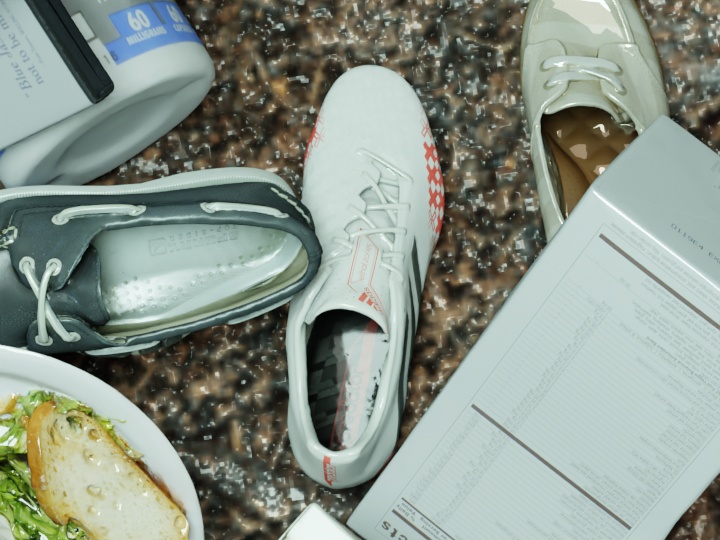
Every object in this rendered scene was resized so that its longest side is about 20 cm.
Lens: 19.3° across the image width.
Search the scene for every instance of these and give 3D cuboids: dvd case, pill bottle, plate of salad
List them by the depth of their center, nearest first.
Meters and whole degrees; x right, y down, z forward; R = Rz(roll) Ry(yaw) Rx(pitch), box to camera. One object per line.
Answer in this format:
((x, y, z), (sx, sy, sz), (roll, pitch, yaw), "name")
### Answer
((-0.212, -0.105, 0.925), (0.200, 0.018, 0.143), (-20, 109, 40), "dvd case")
((-0.170, 0.122, 0.936), (0.200, 0.048, 0.200), (0, 120, 0), "plate of salad")
((-0.164, -0.145, 0.986), (0.114, 0.114, 0.200), (-32, 82, -3), "pill bottle")

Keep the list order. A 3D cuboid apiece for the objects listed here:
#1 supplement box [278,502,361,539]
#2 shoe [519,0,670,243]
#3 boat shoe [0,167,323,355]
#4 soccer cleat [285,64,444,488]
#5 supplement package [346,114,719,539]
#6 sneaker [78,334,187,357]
((-0.029, 0.170, 0.891), (0.074, 0.200, 0.126), (40, 85, 7), "supplement box")
((0.115, -0.053, 0.992), (0.070, 0.053, 0.200), (-7, 82, 1), "shoe")
((-0.116, 0.000, 0.916), (0.200, 0.060, 0.076), (-17, 115, -10), "boat shoe")
((0.000, 0.000, 0.973), (0.069, 0.085, 0.200), (7, 82, 3), "soccer cleat")
((0.103, 0.054, 0.904), (0.114, 0.110, 0.200), (39, 120, 6), "supplement package")
((-0.162, -0.009, 0.983), (0.200, 0.090, 0.078), (1, 106, -17), "sneaker")
